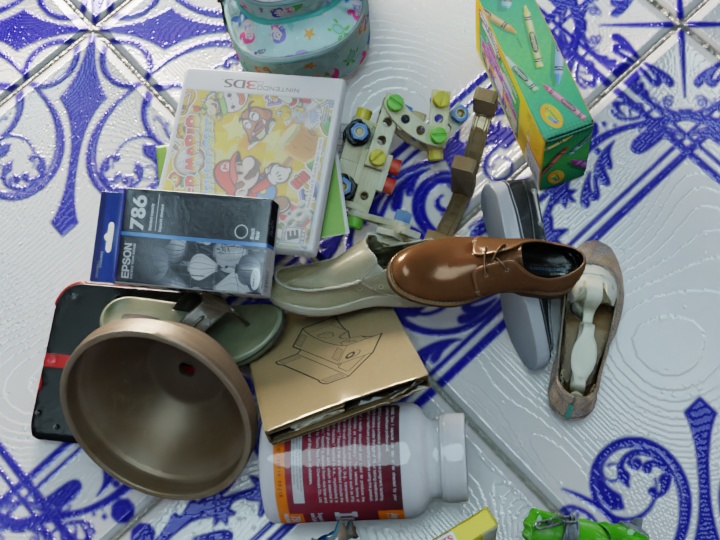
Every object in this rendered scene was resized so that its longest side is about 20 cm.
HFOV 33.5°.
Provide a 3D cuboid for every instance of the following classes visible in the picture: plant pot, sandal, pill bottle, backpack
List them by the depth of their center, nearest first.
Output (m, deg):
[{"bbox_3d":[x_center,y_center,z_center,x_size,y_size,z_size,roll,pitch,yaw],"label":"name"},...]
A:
[{"bbox_3d":[0.005,0.188,1.172,0.197,0.113,0.114,-3,68,5],"label":"pill bottle"},{"bbox_3d":[-0.188,0.120,1.181,0.199,0.203,0.093,11,33,10],"label":"plant pot"},{"bbox_3d":[-0.177,0.054,1.231,0.198,0.058,0.080,3,48,8],"label":"sandal"},{"bbox_3d":[-0.076,-0.313,1.362,0.175,0.151,0.202,-11,73,0],"label":"backpack"}]

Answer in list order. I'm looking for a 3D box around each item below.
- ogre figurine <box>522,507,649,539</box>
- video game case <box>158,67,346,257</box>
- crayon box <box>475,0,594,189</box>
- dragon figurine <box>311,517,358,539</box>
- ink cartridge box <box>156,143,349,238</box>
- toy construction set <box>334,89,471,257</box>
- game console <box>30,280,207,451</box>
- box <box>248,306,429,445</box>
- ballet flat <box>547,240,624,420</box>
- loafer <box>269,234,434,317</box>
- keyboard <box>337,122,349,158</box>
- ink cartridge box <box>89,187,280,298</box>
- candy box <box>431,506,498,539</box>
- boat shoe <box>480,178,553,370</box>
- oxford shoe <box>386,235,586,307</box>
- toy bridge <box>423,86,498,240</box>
[{"bbox_3d":[0.223,0.310,1.109,0.119,0.098,0.202,-14,76,-11],"label":"ogre figurine"},{"bbox_3d":[-0.118,-0.118,1.266,0.180,0.023,0.202,6,71,11],"label":"video game case"},{"bbox_3d":[0.185,-0.205,1.302,0.058,0.119,0.202,-20,68,-2],"label":"crayon box"},{"bbox_3d":[-0.047,0.276,1.101,0.099,0.200,0.059,-27,82,3],"label":"dragon figurine"},{"bbox_3d":[-0.114,-0.073,1.302,0.198,0.076,0.149,-10,68,3],"label":"ink cartridge box"},{"bbox_3d":[0.037,-0.109,1.301,0.130,0.092,0.202,18,72,-6],"label":"toy construction set"},{"bbox_3d":[-0.244,0.102,1.280,0.198,0.031,0.179,4,73,8],"label":"game console"},{"bbox_3d":[-0.030,0.087,1.199,0.162,0.021,0.200,-20,27,-3],"label":"box"},{"bbox_3d":[0.235,0.053,1.225,0.067,0.067,0.202,7,70,8],"label":"ballet flat"},{"bbox_3d":[0.000,0.000,1.231,0.197,0.069,0.076,-5,24,4],"label":"loafer"},{"bbox_3d":[-0.083,-0.151,1.367,0.198,0.011,0.057,8,70,8],"label":"keyboard"},{"bbox_3d":[-0.184,-0.029,1.214,0.198,0.039,0.101,4,84,11],"label":"ink cartridge box"},{"bbox_3d":[0.041,0.292,1.135,0.199,0.102,0.027,-30,68,-6],"label":"candy box"},{"bbox_3d":[0.180,0.001,1.249,0.067,0.074,0.201,-9,73,-15],"label":"boat shoe"},{"bbox_3d":[0.124,-0.008,1.166,0.198,0.071,0.072,-4,75,-10],"label":"oxford shoe"},{"bbox_3d":[0.112,-0.102,1.297,0.027,0.067,0.202,16,70,11],"label":"toy bridge"}]
